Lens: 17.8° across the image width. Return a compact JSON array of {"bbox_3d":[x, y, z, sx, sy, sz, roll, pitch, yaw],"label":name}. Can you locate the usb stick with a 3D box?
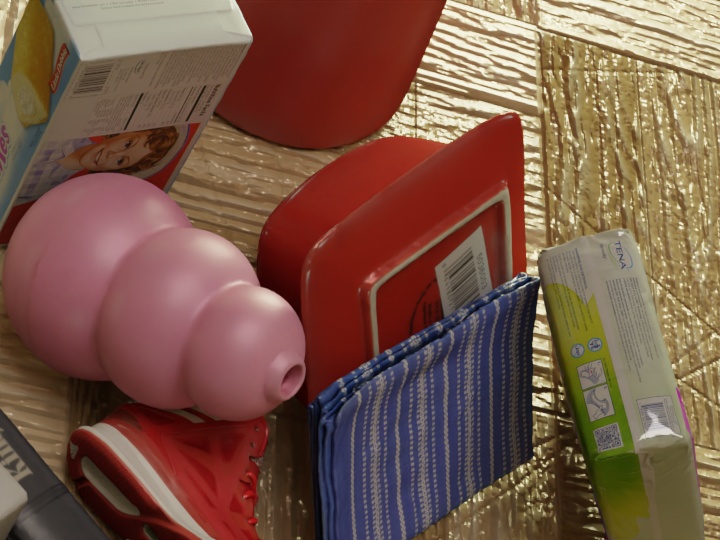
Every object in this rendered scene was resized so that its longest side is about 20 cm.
[{"bbox_3d":[-0.216,0.108,1.324,0.055,0.033,0.200,-34,78,-38],"label":"usb stick"}]

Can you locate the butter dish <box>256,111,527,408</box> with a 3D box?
[{"bbox_3d":[0.000,0.000,1.436,0.147,0.201,0.199,28,49,36],"label":"butter dish"}]

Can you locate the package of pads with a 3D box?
[{"bbox_3d":[0.165,0.081,1.437,0.068,0.200,0.155,-14,62,3],"label":"package of pads"}]

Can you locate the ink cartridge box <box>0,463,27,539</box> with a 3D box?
[{"bbox_3d":[-0.301,0.136,1.226,0.146,0.084,0.200,47,50,9],"label":"ink cartridge box"}]

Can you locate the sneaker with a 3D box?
[{"bbox_3d":[-0.069,0.144,1.348,0.115,0.078,0.200,-34,79,-38],"label":"sneaker"}]

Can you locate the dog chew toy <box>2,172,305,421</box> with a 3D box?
[{"bbox_3d":[-0.114,0.023,1.342,0.199,0.125,0.124,26,43,30],"label":"dog chew toy"}]

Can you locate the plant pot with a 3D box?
[{"bbox_3d":[-0.020,-0.213,1.546,0.199,0.177,0.201,13,53,-18],"label":"plant pot"}]

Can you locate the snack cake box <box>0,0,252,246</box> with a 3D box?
[{"bbox_3d":[-0.157,-0.099,1.383,0.114,0.200,0.067,-11,63,-32],"label":"snack cake box"}]

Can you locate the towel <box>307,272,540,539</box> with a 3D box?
[{"bbox_3d":[0.043,0.100,1.402,0.024,0.146,0.200,25,40,37],"label":"towel"}]
